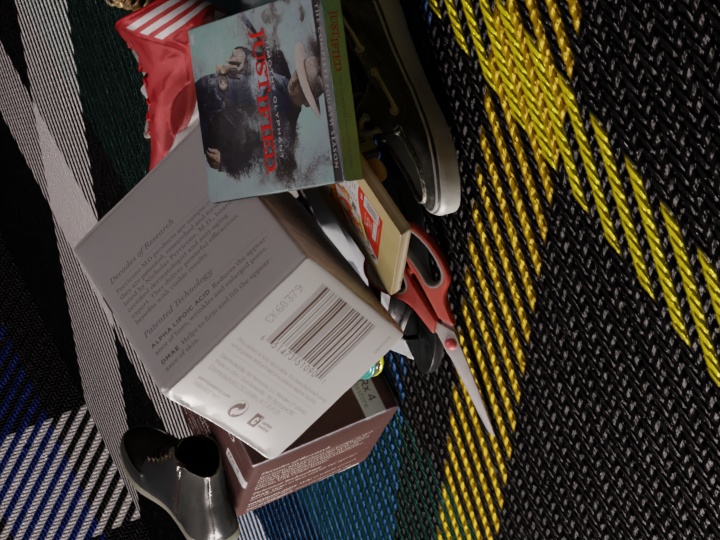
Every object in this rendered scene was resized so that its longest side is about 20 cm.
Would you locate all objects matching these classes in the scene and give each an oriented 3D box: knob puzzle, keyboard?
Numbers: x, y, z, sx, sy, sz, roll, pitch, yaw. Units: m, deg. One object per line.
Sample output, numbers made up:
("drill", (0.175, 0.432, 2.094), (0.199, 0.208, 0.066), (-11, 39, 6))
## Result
("knob puzzle", (-0.014, -0.090, 1.431), (0.220, 0.030, 0.220), (56, 170, 14))
("keyboard", (0.000, 0.000, 1.617), (0.056, 0.011, 0.200), (26, 149, 55))

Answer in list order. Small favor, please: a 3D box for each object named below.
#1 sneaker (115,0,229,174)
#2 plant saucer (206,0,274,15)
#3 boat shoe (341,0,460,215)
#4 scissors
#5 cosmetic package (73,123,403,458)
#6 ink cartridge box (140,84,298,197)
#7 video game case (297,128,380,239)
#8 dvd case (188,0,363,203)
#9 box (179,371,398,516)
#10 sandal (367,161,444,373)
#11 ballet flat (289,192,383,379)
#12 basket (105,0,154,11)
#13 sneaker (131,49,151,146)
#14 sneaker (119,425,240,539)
("sneaker", (-0.166, -0.163, 1.572), (0.115, 0.078, 0.200), (40, 126, 14))
("plant saucer", (-0.125, -0.288, 1.564), (0.200, 0.027, 0.201), (2, 92, 48))
("boat shoe", (0.019, -0.132, 1.405), (0.200, 0.064, 0.071), (69, 163, 1))
("scissors", (0.076, 0.049, 1.510), (0.073, 0.014, 0.200), (-35, 94, 29))
("cosmetic package", (-0.105, 0.018, 1.528), (0.165, 0.165, 0.200), (40, -172, -48))
("ink cartridge box", (-0.125, -0.122, 1.767), (0.117, 0.067, 0.200), (36, -167, -49))
("video game case", (-0.045, -0.132, 1.604), (0.181, 0.025, 0.200), (63, 162, 18))
("dvd case", (-0.069, -0.131, 1.374), (0.200, 0.022, 0.146), (-4, 94, 55))
("box", (-0.083, 0.129, 1.842), (0.166, 0.164, 0.200), (64, 162, 17))
("sandal", (0.030, 0.002, 1.554), (0.075, 0.048, 0.201), (39, 145, 57))
("ballet flat", (-0.030, 0.008, 1.696), (0.067, 0.067, 0.200), (-25, 108, 45))
("basket", (-0.200, -0.340, 1.832), (0.200, 0.149, 0.143), (41, 115, 56))
("sneaker", (-0.180, -0.155, 1.694), (0.082, 0.078, 0.200), (-48, 44, 20))
("sneaker", (-0.189, 0.193, 1.857), (0.200, 0.075, 0.106), (37, 141, 42))
